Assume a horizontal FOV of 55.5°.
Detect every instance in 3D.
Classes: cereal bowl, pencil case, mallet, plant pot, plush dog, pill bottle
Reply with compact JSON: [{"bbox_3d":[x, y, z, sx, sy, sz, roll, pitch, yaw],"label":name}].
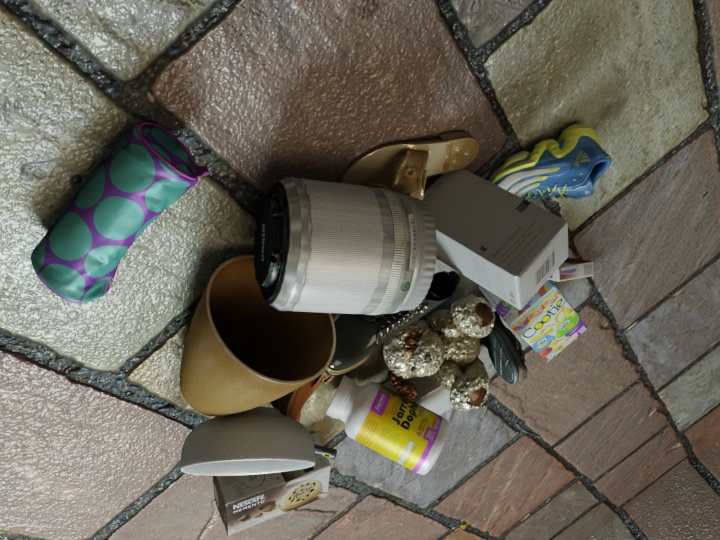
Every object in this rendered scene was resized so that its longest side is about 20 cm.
[{"bbox_3d":[-0.166,0.253,1.020,0.198,0.084,0.200,-3,157,-1],"label":"cereal bowl"},{"bbox_3d":[-0.261,-0.060,0.739,0.092,0.085,0.200,35,106,-32],"label":"pencil case"},{"bbox_3d":[-0.133,0.274,1.129,0.198,0.041,0.066,11,125,-7],"label":"mallet"},{"bbox_3d":[-0.163,0.112,0.921,0.185,0.188,0.200,8,141,-39],"label":"plant pot"},{"bbox_3d":[0.122,0.129,1.169,0.170,0.160,0.202,-1,103,-15],"label":"plush dog"},{"bbox_3d":[0.044,0.259,1.174,0.199,0.104,0.105,27,122,3],"label":"pill bottle"}]

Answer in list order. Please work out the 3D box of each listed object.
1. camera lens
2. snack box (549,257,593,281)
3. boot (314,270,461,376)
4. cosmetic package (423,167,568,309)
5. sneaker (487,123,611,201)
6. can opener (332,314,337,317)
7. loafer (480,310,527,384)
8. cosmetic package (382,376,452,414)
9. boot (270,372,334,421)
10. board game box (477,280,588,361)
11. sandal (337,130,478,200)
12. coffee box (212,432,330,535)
[{"bbox_3d":[-0.025,-0.027,0.850,0.198,0.161,0.161,4,128,-21],"label":"camera lens"},{"bbox_3d":[0.262,-0.011,1.065,0.071,0.199,0.025,-9,102,-28],"label":"snack box"},{"bbox_3d":[0.037,0.062,0.944,0.200,0.078,0.138,-40,-172,-37],"label":"boot"},{"bbox_3d":[0.171,-0.050,0.937,0.113,0.199,0.081,-45,145,-18],"label":"cosmetic package"},{"bbox_3d":[0.281,-0.137,1.014,0.199,0.105,0.076,-35,140,0],"label":"sneaker"},{"bbox_3d":[-0.004,0.060,1.050,0.199,0.063,0.080,1,93,-41],"label":"can opener"},{"bbox_3d":[0.245,0.119,1.169,0.062,0.200,0.073,-10,118,-10],"label":"loafer"},{"bbox_3d":[0.123,0.227,1.290,0.199,0.074,0.102,-28,140,-4],"label":"cosmetic package"},{"bbox_3d":[-0.075,0.173,1.099,0.154,0.074,0.201,-31,153,-16],"label":"boot"},{"bbox_3d":[0.314,0.067,1.237,0.103,0.105,0.200,-42,139,10],"label":"board game box"},{"bbox_3d":[0.076,-0.127,0.912,0.210,0.070,0.078,-20,138,-16],"label":"sandal"},{"bbox_3d":[-0.162,0.387,1.245,0.198,0.080,0.114,-14,137,-23],"label":"coffee box"}]
